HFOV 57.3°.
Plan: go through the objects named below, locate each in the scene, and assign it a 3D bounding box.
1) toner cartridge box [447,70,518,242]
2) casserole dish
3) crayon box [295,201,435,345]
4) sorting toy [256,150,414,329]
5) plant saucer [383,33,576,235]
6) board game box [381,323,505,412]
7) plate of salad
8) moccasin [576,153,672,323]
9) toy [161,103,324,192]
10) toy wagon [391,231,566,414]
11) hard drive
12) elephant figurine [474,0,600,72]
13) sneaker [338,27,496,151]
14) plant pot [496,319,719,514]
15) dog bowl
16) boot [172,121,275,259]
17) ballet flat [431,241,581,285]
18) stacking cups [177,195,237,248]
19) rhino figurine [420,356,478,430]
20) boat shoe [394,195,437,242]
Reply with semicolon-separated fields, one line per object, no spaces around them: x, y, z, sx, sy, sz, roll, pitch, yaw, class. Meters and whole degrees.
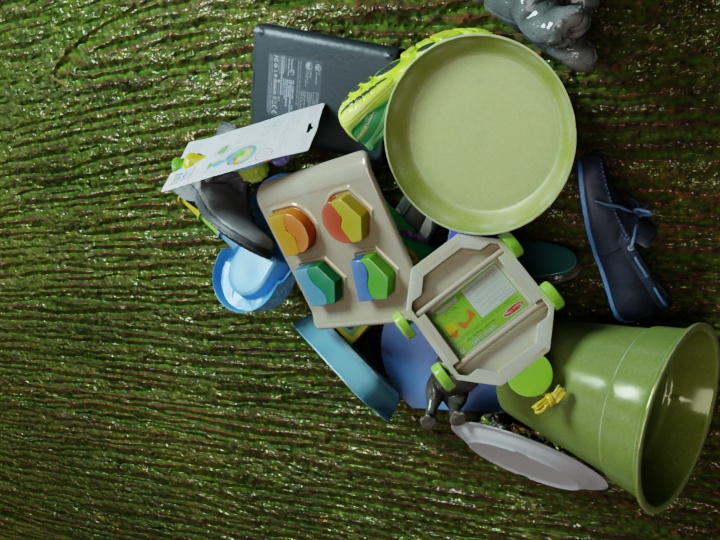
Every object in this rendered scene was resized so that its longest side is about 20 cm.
0.147;-0.122;0.737;0.043;0.095;0.200;18;117;21;toner cartridge box
-0.016;0.126;0.906;0.039;0.121;0.200;-45;54;-2;casserole dish
0.000;0.000;0.851;0.119;0.058;0.200;47;143;8;crayon box
-0.030;-0.024;0.775;0.185;0.036;0.200;-9;108;42;sorting toy
0.120;-0.136;0.671;0.200;0.031;0.200;12;116;25;plant saucer
0.126;0.106;0.880;0.200;0.039;0.158;-3;102;27;board game box
0.212;0.225;0.832;0.200;0.048;0.200;23;160;9;plate of salad
0.288;-0.039;0.716;0.068;0.081;0.200;-14;117;28;moccasin
-0.139;-0.140;0.821;0.200;0.115;0.047;-9;130;17;toy
0.137;0.061;0.697;0.155;0.040;0.200;-37;81;2;toy wagon
-0.047;-0.225;0.836;0.200;0.033;0.140;18;118;21;hard drive
0.223;-0.303;0.618;0.200;0.155;0.142;-55;37;23;elephant figurine
0.072;-0.206;0.753;0.200;0.074;0.084;-27;127;16;sneaker
0.261;0.134;0.732;0.190;0.200;0.200;14;118;44;plant pot
-0.119;-0.032;0.895;0.111;0.050;0.200;30;91;30;dog bowl
-0.157;-0.114;0.873;0.200;0.070;0.132;39;87;23;boot
0.169;0.002;0.806;0.200;0.067;0.064;3;139;28;ballet flat
-0.178;-0.051;0.969;0.200;0.061;0.061;46;124;1;stacking cups
0.131;0.100;0.801;0.060;0.087;0.200;23;117;1;rhino figurine
0.085;-0.112;0.788;0.060;0.072;0.202;29;125;9;boat shoe
